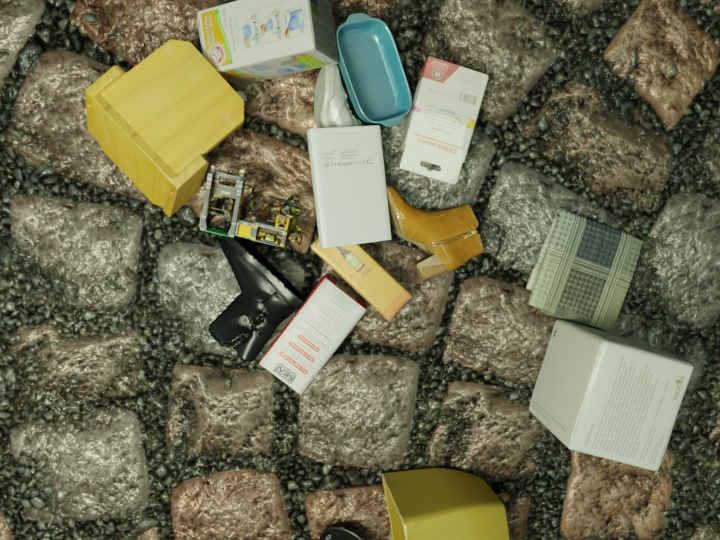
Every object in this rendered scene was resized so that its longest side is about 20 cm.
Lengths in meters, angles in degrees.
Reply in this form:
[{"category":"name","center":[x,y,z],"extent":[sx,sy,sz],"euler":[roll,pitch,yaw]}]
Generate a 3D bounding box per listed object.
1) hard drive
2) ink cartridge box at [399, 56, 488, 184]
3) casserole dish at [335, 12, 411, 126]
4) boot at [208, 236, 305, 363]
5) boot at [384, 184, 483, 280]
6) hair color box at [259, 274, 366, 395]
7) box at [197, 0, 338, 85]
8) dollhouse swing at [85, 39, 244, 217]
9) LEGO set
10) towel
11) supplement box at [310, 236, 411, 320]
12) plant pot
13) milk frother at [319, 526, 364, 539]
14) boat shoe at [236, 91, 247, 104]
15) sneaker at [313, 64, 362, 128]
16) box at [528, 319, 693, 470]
[{"category":"hard drive","center":[-0.018,-0.146,0.976],"extent":[0.131,0.027,0.202],"euler":[-8,95,-22]},{"category":"ink cartridge box","center":[0.144,-0.265,1.016],"extent":[0.116,0.067,0.201],"euler":[16,93,-5]},{"category":"casserole dish","center":[0.018,-0.350,0.994],"extent":[0.121,0.039,0.201],"euler":[-24,100,-30]},{"category":"boot","center":[-0.223,0.050,1.018],"extent":[0.200,0.076,0.168],"euler":[44,94,-3]},{"category":"boot","center":[0.137,-0.094,1.040],"extent":[0.143,0.071,0.202],"euler":[-29,100,-7]},{"category":"hair color box","center":[-0.088,0.118,1.044],"extent":[0.101,0.061,0.200],"euler":[38,91,-7]},{"category":"box","center":[-0.152,-0.386,0.929],"extent":[0.199,0.112,0.102],"euler":[-5,97,19]},{"category":"dollhouse swing","center":[-0.316,-0.241,0.934],"extent":[0.200,0.182,0.176],"euler":[46,62,-5]},{"category":"LEGO set","center":[-0.184,-0.126,0.965],"extent":[0.199,0.154,0.117],"euler":[16,112,2]},{"category":"towel","center":[0.433,0.003,1.088],"extent":[0.191,0.035,0.201],"euler":[18,92,-9]},{"category":"supplement box","center":[0.000,0.000,1.036],"extent":[0.200,0.069,0.067],"euler":[44,91,-9]},{"category":"plant pot","center":[0.166,0.487,1.043],"extent":[0.198,0.194,0.197],"euler":[-10,97,-8]},{"category":"milk frother","center":[-0.052,0.629,1.037],"extent":[0.200,0.188,0.180],"euler":[48,125,-3]},{"category":"boat shoe","center":[-0.283,-0.241,0.984],"extent":[0.201,0.075,0.087],"euler":[-22,96,2]},{"category":"sneaker","center":[-0.034,-0.271,1.009],"extent":[0.088,0.075,0.202],"euler":[-5,102,-17]},{"category":"box","center":[0.444,0.217,1.023],"extent":[0.170,0.199,0.201],"euler":[16,95,-5]}]
